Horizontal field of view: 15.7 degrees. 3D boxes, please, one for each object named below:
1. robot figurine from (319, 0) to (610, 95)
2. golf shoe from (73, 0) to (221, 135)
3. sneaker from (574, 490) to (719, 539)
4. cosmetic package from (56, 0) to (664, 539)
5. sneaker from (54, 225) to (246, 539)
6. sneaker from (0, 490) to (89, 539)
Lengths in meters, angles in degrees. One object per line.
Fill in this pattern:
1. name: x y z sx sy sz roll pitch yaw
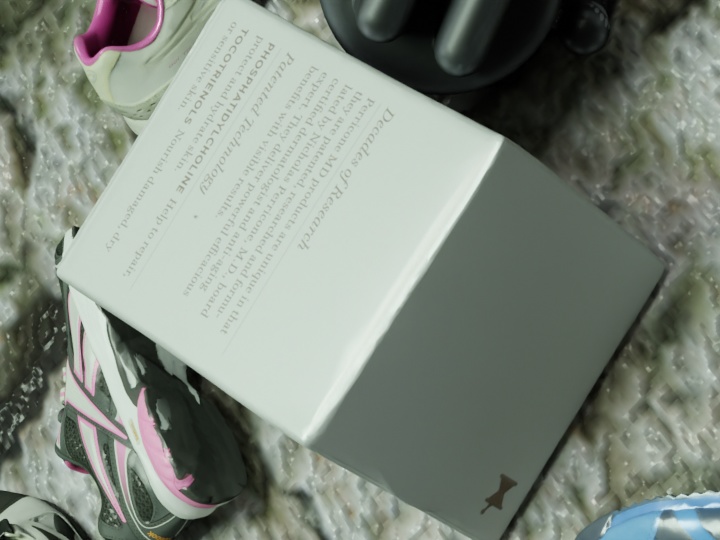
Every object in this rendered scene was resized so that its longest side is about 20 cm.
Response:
1. robot figurine: 0.039 -0.157 1.300 0.124 0.151 0.200 -27 16 9
2. golf shoe: -0.095 -0.175 1.465 0.075 0.091 0.201 10 74 40
3. sneaker: 0.178 0.137 1.133 0.199 0.066 0.079 -10 67 33
4. cosmetic package: 0.000 0.000 1.260 0.200 0.167 0.167 31 88 40
5. sneaker: -0.135 0.065 1.391 0.086 0.080 0.200 -44 44 24
6. sneaker: -0.180 0.162 1.369 0.200 0.088 0.074 28 88 42
